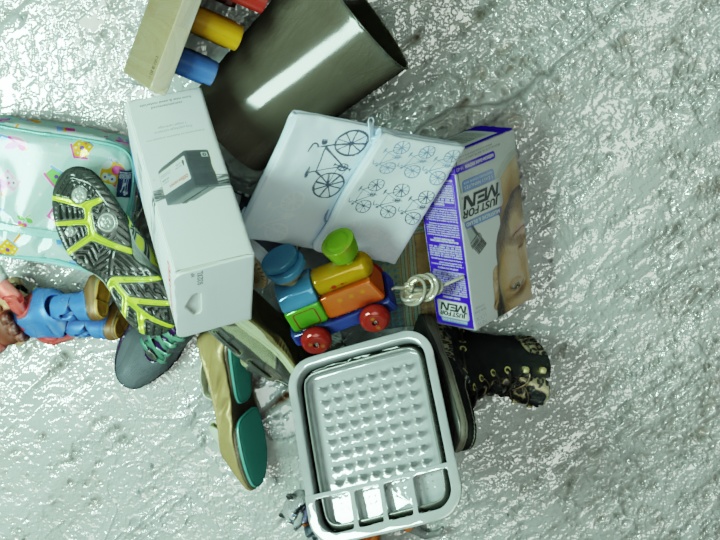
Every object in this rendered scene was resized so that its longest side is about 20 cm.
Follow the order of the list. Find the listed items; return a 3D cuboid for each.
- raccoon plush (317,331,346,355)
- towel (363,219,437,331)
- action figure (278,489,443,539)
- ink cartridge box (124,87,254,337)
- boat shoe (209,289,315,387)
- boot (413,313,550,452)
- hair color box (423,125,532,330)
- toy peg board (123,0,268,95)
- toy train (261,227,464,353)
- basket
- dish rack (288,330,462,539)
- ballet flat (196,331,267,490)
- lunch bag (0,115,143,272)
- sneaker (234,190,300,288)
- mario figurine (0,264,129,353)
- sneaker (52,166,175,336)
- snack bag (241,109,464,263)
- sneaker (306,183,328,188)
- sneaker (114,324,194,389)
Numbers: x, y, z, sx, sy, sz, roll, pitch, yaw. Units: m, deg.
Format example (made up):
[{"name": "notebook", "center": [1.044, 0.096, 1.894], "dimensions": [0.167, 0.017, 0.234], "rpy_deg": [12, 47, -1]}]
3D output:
[{"name": "raccoon plush", "center": [0.002, 0.157, 1.373], "dimensions": [0.096, 0.201, 0.135], "rpy_deg": [-14, 146, -23]}, {"name": "towel", "center": [0.063, -0.034, 1.360], "dimensions": [0.145, 0.022, 0.203], "rpy_deg": [-5, 105, 0]}, {"name": "action figure", "center": [-0.015, 0.332, 1.395], "dimensions": [0.192, 0.105, 0.201], "rpy_deg": [31, 60, -2]}, {"name": "ink cartridge box", "center": [-0.172, -0.057, 1.185], "dimensions": [0.083, 0.146, 0.202], "rpy_deg": [-13, 64, -14]}, {"name": "boat shoe", "center": [-0.111, 0.086, 1.337], "dimensions": [0.065, 0.072, 0.201], "rpy_deg": [-24, 135, 18]}, {"name": "boot", "center": [0.142, 0.128, 1.311], "dimensions": [0.149, 0.201, 0.074], "rpy_deg": [8, 120, -16]}, {"name": "hair color box", "center": [0.128, -0.048, 1.302], "dimensions": [0.109, 0.064, 0.203], "rpy_deg": [-25, 115, -40]}, {"name": "toy peg board", "center": [-0.154, -0.273, 1.208], "dimensions": [0.097, 0.200, 0.201], "rpy_deg": [19, 97, -22]}, {"name": "toy train", "center": [0.000, 0.000, 1.248], "dimensions": [0.198, 0.085, 0.116], "rpy_deg": [-21, 130, 11]}, {"name": "basket", "center": [-0.071, -0.213, 1.252], "dimensions": [0.200, 0.181, 0.136], "rpy_deg": [-41, 141, 15]}, {"name": "dish rack", "center": [0.017, 0.178, 1.245], "dimensions": [0.170, 0.044, 0.203], "rpy_deg": [-16, 71, 16]}, {"name": "ballet flat", "center": [-0.154, 0.162, 1.389], "dimensions": [0.062, 0.068, 0.203], "rpy_deg": [-1, 103, 27]}, {"name": "lunch bag", "center": [-0.339, -0.082, 1.308], "dimensions": [0.197, 0.077, 0.163], "rpy_deg": [10, 103, -4]}, {"name": "sneaker", "center": [-0.143, -0.074, 1.322], "dimensions": [0.199, 0.070, 0.108], "rpy_deg": [39, 60, 18]}, {"name": "mario figurine", "center": [-0.363, 0.032, 1.327], "dimensions": [0.197, 0.106, 0.125], "rpy_deg": [-3, 108, 16]}, {"name": "sneaker", "center": [-0.266, -0.020, 1.261], "dimensions": [0.075, 0.076, 0.202], "rpy_deg": [-30, 101, -2]}, {"name": "snack bag", "center": [-0.016, -0.083, 1.220], "dimensions": [0.198, 0.022, 0.189], "rpy_deg": [9, 135, -25]}, {"name": "sneaker", "center": [-0.007, -0.098, 1.294], "dimensions": [0.198, 0.079, 0.079], "rpy_deg": [9, 66, -27]}, {"name": "sneaker", "center": [-0.220, 0.061, 1.340], "dimensions": [0.074, 0.088, 0.200], "rpy_deg": [38, 99, -10]}]
